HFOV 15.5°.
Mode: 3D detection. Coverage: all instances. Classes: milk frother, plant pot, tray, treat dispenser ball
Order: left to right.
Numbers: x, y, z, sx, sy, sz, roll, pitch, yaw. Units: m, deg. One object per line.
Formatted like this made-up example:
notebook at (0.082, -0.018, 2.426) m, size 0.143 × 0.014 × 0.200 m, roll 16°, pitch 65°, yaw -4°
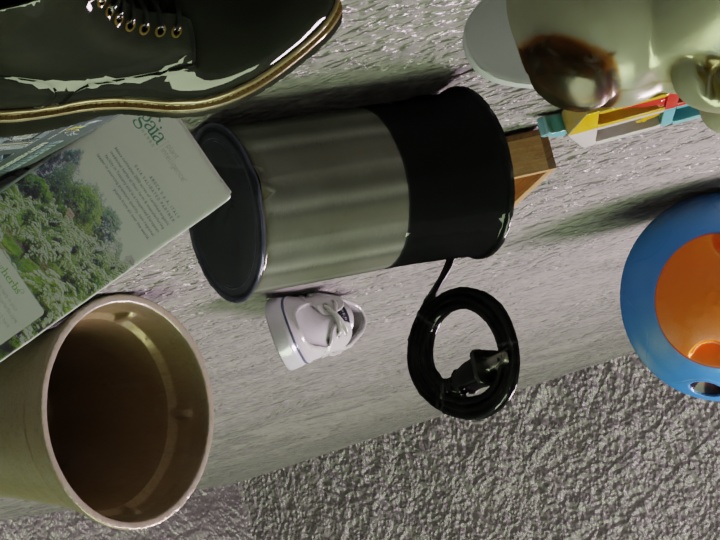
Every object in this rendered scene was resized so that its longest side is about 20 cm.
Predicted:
plant pot at (-0.263, 0.128, 2.312) m, size 0.183 × 0.201 × 0.200 m, roll -7°, pitch 179°, yaw 41°
milk frother at (0.000, 0.000, 1.732) m, size 0.188 × 0.200 × 0.181 m, roll -10°, pitch 150°, yaw -26°
tray at (0.079, -0.063, 2.076) m, size 0.099 × 0.037 × 0.200 m, roll -13°, pitch 172°, yaw -12°
treat dispenser ball at (0.350, 0.026, 2.551) m, size 0.201 × 0.201 × 0.201 m, roll -14°, pitch 172°, yaw -2°

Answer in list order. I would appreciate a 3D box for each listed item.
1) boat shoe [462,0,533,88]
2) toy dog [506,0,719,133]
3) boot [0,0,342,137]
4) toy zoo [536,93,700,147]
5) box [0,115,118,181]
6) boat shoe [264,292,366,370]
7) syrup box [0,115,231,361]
boat shoe at (0.152, -0.148, 1.541) m, size 0.200 × 0.072 × 0.068 m, roll -20°, pitch 171°, yaw -10°
toy dog at (0.175, -0.143, 1.378) m, size 0.200 × 0.140 × 0.194 m, roll -17°, pitch 158°, yaw 19°
boot at (-0.103, -0.126, 1.249) m, size 0.200 × 0.078 × 0.138 m, roll -19°, pitch 163°, yaw -10°
toy zoo at (0.228, -0.128, 1.950) m, size 0.200 × 0.020 × 0.131 m, roll -15°, pitch 172°, yaw 1°
box at (-0.238, -0.074, 1.407) m, size 0.158 × 0.051 × 0.200 m, roll -6°, pitch 168°, yaw -45°
boat shoe at (-0.040, 0.048, 2.533) m, size 0.065 × 0.074 × 0.200 m, roll -21°, pitch -179°, yaw 12°
syrup box at (-0.178, -0.019, 1.497) m, size 0.200 × 0.079 × 0.081 m, roll -36°, pitch -170°, yaw -11°
